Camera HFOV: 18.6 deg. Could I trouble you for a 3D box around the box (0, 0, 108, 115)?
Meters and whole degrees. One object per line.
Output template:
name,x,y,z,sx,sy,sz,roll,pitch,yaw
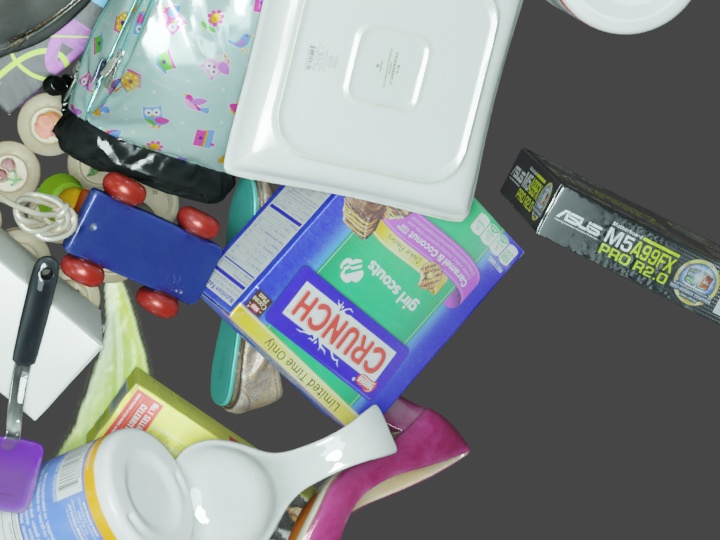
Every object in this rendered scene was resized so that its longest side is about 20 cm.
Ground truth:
box,-0.241,-0.237,1.688,0.200,0.036,0.143,-41,104,2

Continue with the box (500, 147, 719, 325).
box,0.217,-0.022,1.727,0.200,0.160,0.044,26,100,-11

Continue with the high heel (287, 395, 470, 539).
high heel,0.011,0.189,1.761,0.096,0.067,0.200,34,55,-5

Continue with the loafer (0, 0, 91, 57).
loafer,-0.270,-0.190,1.640,0.200,0.072,0.073,-34,103,1

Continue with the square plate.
square plate,0.016,-0.147,1.614,0.197,0.028,0.201,11,98,-21

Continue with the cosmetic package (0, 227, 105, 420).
cosmetic package,-0.296,0.010,1.683,0.200,0.108,0.085,42,95,-13

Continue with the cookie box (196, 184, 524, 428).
cookie box,0.000,0.000,1.709,0.200,0.075,0.171,-48,123,-5

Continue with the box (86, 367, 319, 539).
box,-0.121,0.166,1.784,0.200,0.050,0.075,37,97,-13

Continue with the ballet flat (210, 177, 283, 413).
ballet flat,-0.076,0.016,1.757,0.067,0.068,0.201,1,109,-27

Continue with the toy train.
toy train,-0.210,-0.044,1.644,0.200,0.116,0.085,25,94,-36

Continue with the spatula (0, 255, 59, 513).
spatula,-0.253,0.085,1.639,0.056,0.021,0.201,9,98,-23

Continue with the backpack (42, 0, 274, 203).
backpack,-0.127,-0.160,1.657,0.166,0.127,0.200,16,108,-27

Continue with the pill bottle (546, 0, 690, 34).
pill bottle,0.180,-0.245,1.652,0.115,0.200,0.116,-2,103,-7

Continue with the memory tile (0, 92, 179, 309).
memory tile,-0.254,-0.028,1.742,0.153,0.017,0.200,40,95,-13

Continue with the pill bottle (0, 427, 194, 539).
pill bottle,-0.239,0.206,1.722,0.200,0.112,0.112,-25,106,26

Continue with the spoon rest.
spoon rest,-0.070,0.161,1.701,0.200,0.061,0.100,-27,86,27
